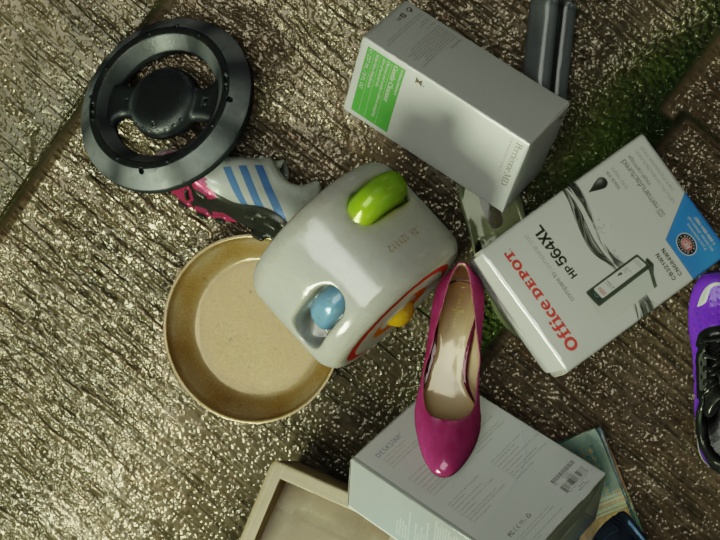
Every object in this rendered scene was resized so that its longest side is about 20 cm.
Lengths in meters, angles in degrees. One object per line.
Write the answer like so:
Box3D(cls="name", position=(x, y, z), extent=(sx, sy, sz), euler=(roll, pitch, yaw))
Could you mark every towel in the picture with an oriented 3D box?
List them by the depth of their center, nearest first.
Box3D(cls="towel", position=(0.216, 0.275, 1.628), extent=(0.146, 0.022, 0.201), euler=(-22, 89, 16))

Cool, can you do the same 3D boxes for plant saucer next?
Box3D(cls="plant saucer", position=(-0.112, 0.061, 1.698), extent=(0.199, 0.035, 0.201), euler=(1, 92, 15))

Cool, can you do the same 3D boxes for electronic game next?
Box3D(cls="electronic game", position=(-0.205, -0.176, 1.684), extent=(0.199, 0.042, 0.201), euler=(-7, 69, 18))

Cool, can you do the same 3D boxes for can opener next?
Box3D(cls="can opener", position=(0.198, -0.255, 1.584), extent=(0.066, 0.052, 0.201), euler=(18, 102, 50))

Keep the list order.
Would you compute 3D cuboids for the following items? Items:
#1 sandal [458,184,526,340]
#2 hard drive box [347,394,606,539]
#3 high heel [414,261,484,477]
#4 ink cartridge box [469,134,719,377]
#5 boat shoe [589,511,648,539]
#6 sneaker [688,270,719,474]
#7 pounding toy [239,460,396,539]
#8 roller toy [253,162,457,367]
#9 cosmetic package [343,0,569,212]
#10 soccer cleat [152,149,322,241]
Box3D(cls="sandal", position=(0.149, -0.013, 1.612), extent=(0.080, 0.057, 0.202), euler=(-27, 85, 15))
Box3D(cls="hard drive box", position=(0.112, 0.214, 1.555), extent=(0.200, 0.156, 0.077), euler=(32, 140, 26))
Box3D(cls="high heel", position=(0.085, 0.093, 1.532), extent=(0.067, 0.096, 0.201), euler=(0, 59, 6))
Box3D(cls="ink cartridge box", position=(0.228, -0.012, 1.544), extent=(0.200, 0.084, 0.146), euler=(-36, 87, -7))
Box3D(cls="boat shoe", position=(0.316, 0.313, 1.561), extent=(0.200, 0.084, 0.069), euler=(40, 78, -10))
Box3D(cls="sneaker", position=(0.355, 0.101, 1.539), extent=(0.069, 0.099, 0.201), euler=(-4, 92, 13))
Box3D(cls="pounding toy", position=(-0.057, 0.314, 1.659), extent=(0.183, 0.142, 0.201), euler=(22, 87, 13))
Box3D(cls="roller toy", position=(0.000, 0.000, 1.570), extent=(0.182, 0.200, 0.140), euler=(-43, 81, 1))
Box3D(cls="cosmetic package", position=(0.094, -0.164, 1.582), extent=(0.200, 0.085, 0.108), euler=(34, 141, 15))
Box3D(cls="soccer cleat", position=(-0.128, -0.091, 1.688), extent=(0.199, 0.070, 0.086), euler=(26, 62, 24))
